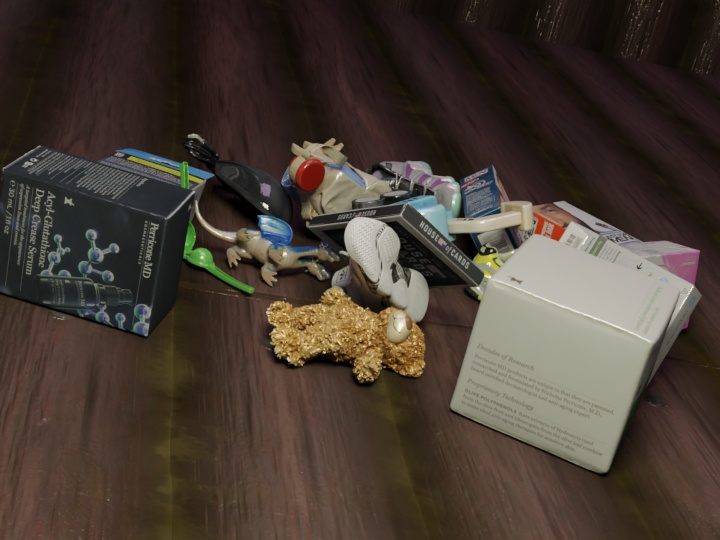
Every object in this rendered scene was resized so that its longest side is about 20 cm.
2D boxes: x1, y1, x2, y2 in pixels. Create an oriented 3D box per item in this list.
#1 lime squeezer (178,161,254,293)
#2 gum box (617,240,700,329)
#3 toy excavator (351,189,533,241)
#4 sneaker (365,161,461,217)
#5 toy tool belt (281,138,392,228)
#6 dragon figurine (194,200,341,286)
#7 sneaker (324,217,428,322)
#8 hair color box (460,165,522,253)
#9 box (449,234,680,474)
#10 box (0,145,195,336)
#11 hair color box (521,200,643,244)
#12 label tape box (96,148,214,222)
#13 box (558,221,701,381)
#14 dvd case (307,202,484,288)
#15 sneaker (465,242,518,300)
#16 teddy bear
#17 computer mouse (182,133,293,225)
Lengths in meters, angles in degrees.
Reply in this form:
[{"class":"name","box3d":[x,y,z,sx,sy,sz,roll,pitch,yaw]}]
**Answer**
[{"class":"lime squeezer","box3d":[-0.203,-0.037,1.623,0.202,0.070,0.038,60,13,19]},{"class":"gum box","box3d":[0.378,0.026,1.741,0.198,0.115,0.066,-5,17,-39]},{"class":"toy excavator","box3d":[0.114,-0.057,1.724,0.198,0.102,0.193,4,15,39]},{"class":"sneaker","box3d":[0.067,-0.124,1.983,0.138,0.079,0.200,2,16,-23]},{"class":"toy tool belt","box3d":[-0.055,-0.124,1.780,0.123,0.126,0.199,37,5,43]},{"class":"dragon figurine","box3d":[-0.126,-0.035,1.664,0.198,0.060,0.099,25,22,14]},{"class":"sneaker","box3d":[0.000,0.000,1.544,0.113,0.076,0.200,5,-26,31]},{"class":"hair color box","box3d":[0.199,-0.076,1.891,0.060,0.101,0.201,-24,20,11]},{"class":"box","box3d":[0.238,0.088,1.448,0.198,0.174,0.199,21,23,17]},{"class":"box","box3d":[-0.307,-0.035,1.441,0.197,0.150,0.107,15,23,5]},{"class":"hair color box","box3d":[0.355,-0.038,1.959,0.110,0.065,0.199,-11,32,-45]},{"class":"label tape box","box3d":[-0.300,-0.101,1.713,0.141,0.067,0.200,18,20,8]},{"class":"box","box3d":[0.313,0.048,1.614,0.199,0.157,0.041,31,-1,39]},{"class":"dvd case","box3d":[0.043,-0.026,1.583,0.150,0.025,0.199,40,-23,-28]},{"class":"sneaker","box3d":[0.246,0.011,1.761,0.197,0.077,0.076,6,22,-22]},{"class":"teddy bear","box3d":[-0.015,0.072,1.473,0.197,0.068,0.145,14,24,-1]},{"class":"computer mouse","box3d":[-0.161,-0.129,1.814,0.199,0.053,0.139,38,-5,34]}]
